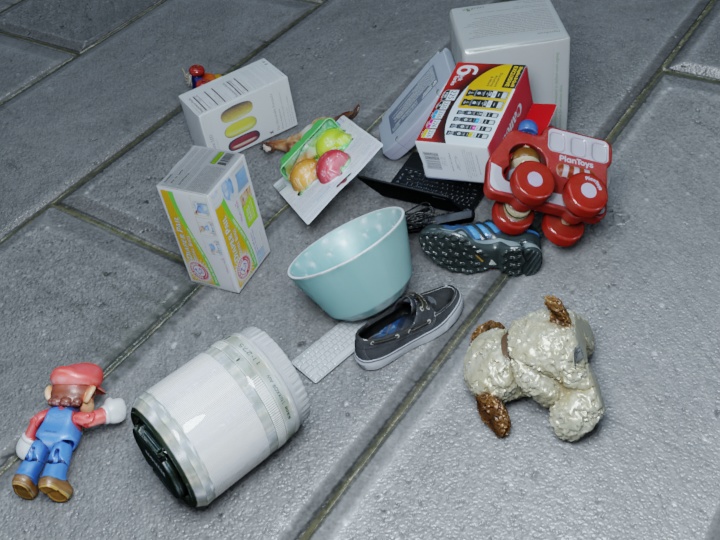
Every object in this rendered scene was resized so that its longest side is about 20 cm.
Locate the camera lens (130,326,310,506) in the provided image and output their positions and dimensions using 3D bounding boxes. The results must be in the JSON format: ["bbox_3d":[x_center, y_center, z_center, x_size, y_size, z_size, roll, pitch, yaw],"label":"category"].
[{"bbox_3d":[-0.183,0.188,1.135,0.198,0.162,0.159,-34,46,-26],"label":"camera lens"}]

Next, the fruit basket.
[{"bbox_3d":[-0.057,-0.178,1.542,0.185,0.094,0.200,-46,38,1],"label":"fruit basket"}]

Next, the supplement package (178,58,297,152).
[{"bbox_3d":[-0.242,-0.318,1.753,0.197,0.115,0.109,-29,43,-18],"label":"supplement package"}]

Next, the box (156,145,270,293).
[{"bbox_3d":[-0.231,-0.080,1.416,0.099,0.203,0.113,12,47,25],"label":"box"}]

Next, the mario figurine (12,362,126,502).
[{"bbox_3d":[-0.403,0.224,1.227,0.121,0.106,0.203,24,52,-15],"label":"mario figurine"}]

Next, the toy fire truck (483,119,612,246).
[{"bbox_3d":[0.285,-0.145,1.339,0.195,0.113,0.171,13,62,-5],"label":"toy fire truck"}]

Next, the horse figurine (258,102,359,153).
[{"bbox_3d":[-0.088,-0.257,1.692,0.198,0.051,0.132,-31,27,-10],"label":"horse figurine"}]

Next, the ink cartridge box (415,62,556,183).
[{"bbox_3d":[0.211,-0.245,1.451,0.172,0.085,0.202,9,55,29],"label":"ink cartridge box"}]

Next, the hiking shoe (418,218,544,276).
[{"bbox_3d":[0.190,-0.043,1.393,0.195,0.076,0.087,11,39,7],"label":"hiking shoe"}]

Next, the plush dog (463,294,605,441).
[{"bbox_3d":[0.213,0.119,1.160,0.169,0.161,0.202,-22,36,23],"label":"plush dog"}]

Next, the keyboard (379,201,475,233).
[{"bbox_3d":[0.090,-0.085,1.436,0.195,0.041,0.104,-11,-4,-1],"label":"keyboard"}]

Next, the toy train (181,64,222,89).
[{"bbox_3d":[-0.311,-0.405,1.896,0.113,0.086,0.201,-11,40,-17],"label":"toy train"}]

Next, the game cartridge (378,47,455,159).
[{"bbox_3d":[0.109,-0.304,1.636,0.200,0.041,0.135,-46,34,29],"label":"game cartridge"}]

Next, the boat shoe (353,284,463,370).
[{"bbox_3d":[0.070,0.067,1.289,0.197,0.067,0.070,-29,44,-19],"label":"boat shoe"}]

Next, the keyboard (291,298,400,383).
[{"bbox_3d":[-0.013,0.095,1.319,0.199,0.011,0.056,-38,48,-27],"label":"keyboard"}]

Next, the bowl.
[{"bbox_3d":[0.000,0.000,1.320,0.198,0.106,0.201,-27,17,9],"label":"bowl"}]

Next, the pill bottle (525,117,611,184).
[{"bbox_3d":[0.319,-0.185,1.487,0.108,0.111,0.200,-29,44,-21],"label":"pill bottle"}]

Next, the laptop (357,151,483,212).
[{"bbox_3d":[0.118,-0.166,1.513,0.174,0.105,0.201,16,50,26],"label":"laptop"}]

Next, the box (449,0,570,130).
[{"bbox_3d":[0.273,-0.370,1.635,0.195,0.202,0.173,-7,41,2],"label":"box"}]
